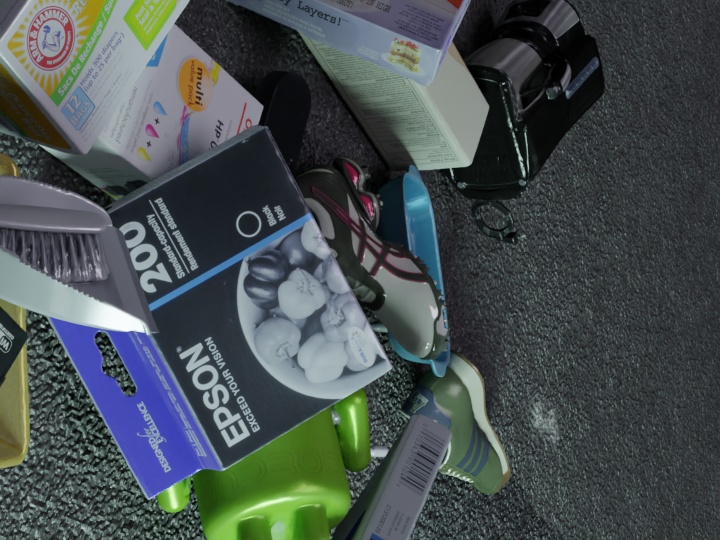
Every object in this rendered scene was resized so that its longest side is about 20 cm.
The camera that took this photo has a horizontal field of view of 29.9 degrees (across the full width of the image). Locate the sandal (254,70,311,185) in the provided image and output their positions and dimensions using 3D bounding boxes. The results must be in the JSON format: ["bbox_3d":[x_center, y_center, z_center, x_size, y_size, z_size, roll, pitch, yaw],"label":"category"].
[{"bbox_3d":[-0.075,-0.065,1.111,0.076,0.042,0.203,10,91,-59],"label":"sandal"}]

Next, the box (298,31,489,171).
[{"bbox_3d":[0.034,-0.186,1.247,0.200,0.094,0.078,54,46,-42],"label":"box"}]

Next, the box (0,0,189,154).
[{"bbox_3d":[-0.187,-0.193,0.874,0.201,0.101,0.113,-61,146,-18],"label":"box"}]

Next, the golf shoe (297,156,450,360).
[{"bbox_3d":[0.000,0.000,1.173,0.088,0.077,0.201,-24,75,-35],"label":"golf shoe"}]

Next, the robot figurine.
[{"bbox_3d":[-0.075,0.136,1.034,0.116,0.173,0.202,95,-19,-60],"label":"robot figurine"}]

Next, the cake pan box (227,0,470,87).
[{"bbox_3d":[0.004,-0.269,1.139,0.052,0.198,0.185,107,9,-57],"label":"cake pan box"}]

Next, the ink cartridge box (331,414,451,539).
[{"bbox_3d":[-0.006,0.246,1.106,0.199,0.043,0.201,-62,-179,-41],"label":"ink cartridge box"}]

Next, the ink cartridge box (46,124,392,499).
[{"bbox_3d":[-0.108,0.031,0.946,0.199,0.043,0.200,-30,99,-11],"label":"ink cartridge box"}]

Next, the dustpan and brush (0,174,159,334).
[{"bbox_3d":[-0.221,-0.028,0.802,0.198,0.140,0.058,7,118,-26],"label":"dustpan and brush"}]

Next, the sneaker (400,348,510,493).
[{"bbox_3d":[0.089,0.174,1.361,0.090,0.067,0.201,-40,136,-21],"label":"sneaker"}]

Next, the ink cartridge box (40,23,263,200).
[{"bbox_3d":[-0.143,-0.103,1.011,0.200,0.067,0.116,39,59,-49],"label":"ink cartridge box"}]

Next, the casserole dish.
[{"bbox_3d":[0.047,0.002,1.275,0.121,0.038,0.202,21,60,-72],"label":"casserole dish"}]

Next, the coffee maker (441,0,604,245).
[{"bbox_3d":[0.164,-0.169,1.428,0.200,0.134,0.194,-45,149,-44],"label":"coffee maker"}]

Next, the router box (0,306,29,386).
[{"bbox_3d":[-0.288,0.036,0.721,0.200,0.062,0.151,54,49,-40],"label":"router box"}]

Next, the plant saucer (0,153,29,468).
[{"bbox_3d":[-0.293,0.029,0.811,0.199,0.048,0.203,-4,94,-56],"label":"plant saucer"}]

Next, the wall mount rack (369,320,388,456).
[{"bbox_3d":[-0.022,0.105,1.186,0.174,0.074,0.203,18,75,-79],"label":"wall mount rack"}]
